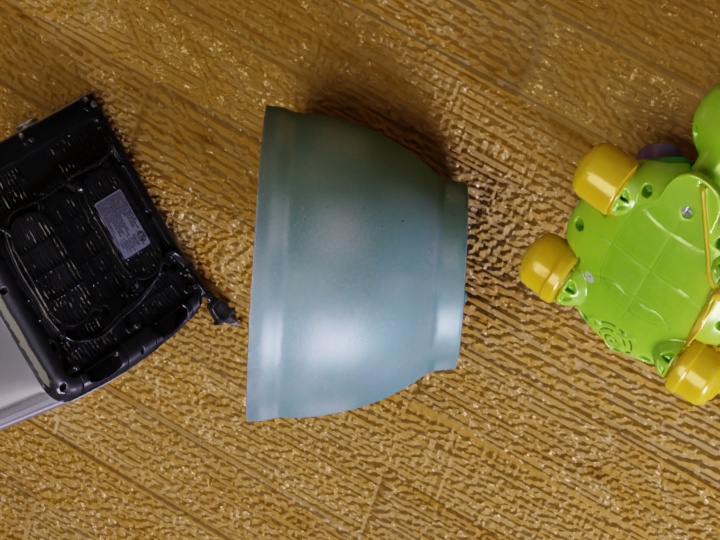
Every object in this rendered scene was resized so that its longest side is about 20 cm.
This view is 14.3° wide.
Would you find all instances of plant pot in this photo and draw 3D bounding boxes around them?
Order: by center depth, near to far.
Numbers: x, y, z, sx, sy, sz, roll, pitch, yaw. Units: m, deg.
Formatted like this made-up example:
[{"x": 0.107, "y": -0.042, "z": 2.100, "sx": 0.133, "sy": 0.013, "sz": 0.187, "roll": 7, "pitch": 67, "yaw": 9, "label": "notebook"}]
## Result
[{"x": 0.000, "y": 0.000, "z": 1.816, "sx": 0.134, "sy": 0.200, "sz": 0.201, "roll": 4, "pitch": 118, "yaw": -1, "label": "plant pot"}]

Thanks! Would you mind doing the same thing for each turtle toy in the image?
[{"x": 0.197, "y": -0.026, "z": 1.723, "sx": 0.146, "sy": 0.101, "sz": 0.200, "roll": 36, "pitch": 126, "yaw": 11, "label": "turtle toy"}]

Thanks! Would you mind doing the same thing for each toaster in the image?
[{"x": -0.215, "y": 0.003, "z": 1.939, "sx": 0.119, "sy": 0.181, "sz": 0.200, "roll": -25, "pitch": 98, "yaw": 40, "label": "toaster"}]
